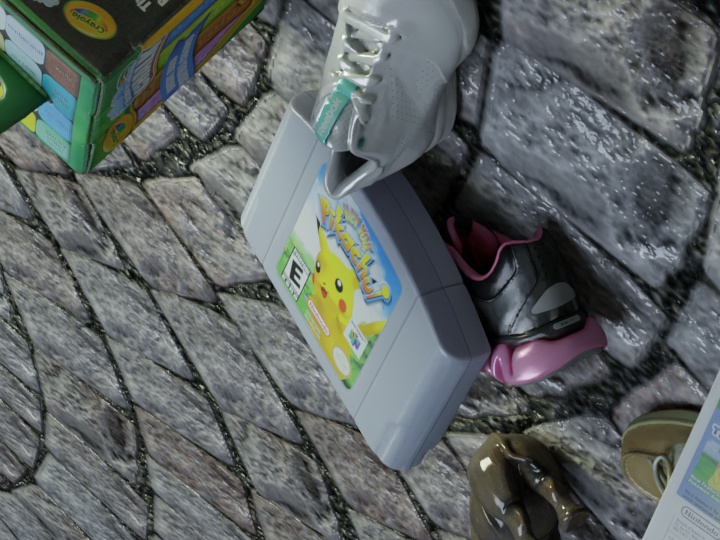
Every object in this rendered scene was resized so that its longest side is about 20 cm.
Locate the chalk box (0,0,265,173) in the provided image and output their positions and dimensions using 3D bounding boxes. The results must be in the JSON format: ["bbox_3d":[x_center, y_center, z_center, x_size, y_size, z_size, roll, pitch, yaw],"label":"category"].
[{"bbox_3d":[-0.154,-0.147,1.417,0.125,0.200,0.124,43,158,8],"label":"chalk box"}]

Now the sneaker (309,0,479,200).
[{"bbox_3d":[0.008,-0.104,1.354,0.075,0.088,0.200,38,156,23],"label":"sneaker"}]

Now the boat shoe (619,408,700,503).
[{"bbox_3d":[0.211,0.134,1.433,0.200,0.063,0.073,23,149,43],"label":"boat shoe"}]

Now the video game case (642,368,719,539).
[{"bbox_3d":[0.244,0.154,1.337,0.200,0.022,0.183,35,121,26],"label":"video game case"}]

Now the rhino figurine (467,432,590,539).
[{"bbox_3d":[0.103,0.171,1.690,0.088,0.060,0.200,57,165,26],"label":"rhino figurine"}]

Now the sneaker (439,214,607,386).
[{"bbox_3d":[0.062,0.011,1.497,0.200,0.079,0.096,-3,112,57],"label":"sneaker"}]

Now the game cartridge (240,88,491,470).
[{"bbox_3d":[0.000,0.000,1.501,0.200,0.040,0.134,58,142,26],"label":"game cartridge"}]
